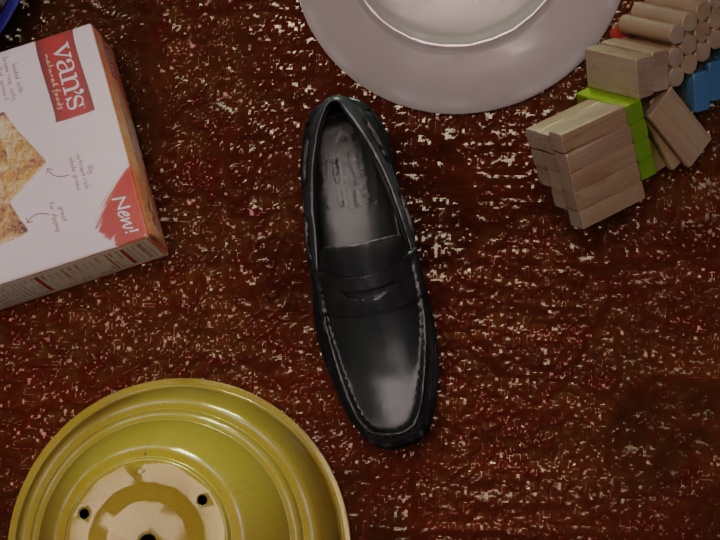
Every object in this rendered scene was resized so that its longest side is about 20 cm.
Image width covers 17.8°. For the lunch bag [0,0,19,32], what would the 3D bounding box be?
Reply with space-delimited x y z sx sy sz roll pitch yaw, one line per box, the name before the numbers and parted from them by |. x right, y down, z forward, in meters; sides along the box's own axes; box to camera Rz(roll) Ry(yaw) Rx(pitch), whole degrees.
lunch bag | -0.294 -0.172 1.315 0.170 0.124 0.200 11 45 23

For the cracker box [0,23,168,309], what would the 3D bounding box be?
cracker box | -0.225 -0.046 1.334 0.199 0.058 0.134 -18 77 4

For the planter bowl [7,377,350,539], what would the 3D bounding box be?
planter bowl | -0.109 0.153 1.265 0.200 0.083 0.201 -2 79 8

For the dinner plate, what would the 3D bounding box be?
dinner plate | 0.057 -0.191 1.342 0.199 0.024 0.201 -2 78 8

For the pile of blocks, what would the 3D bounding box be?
pile of blocks | 0.163 -0.111 1.300 0.200 0.082 0.062 -49 33 -13

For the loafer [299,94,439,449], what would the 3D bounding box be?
loafer | 0.000 0.000 1.286 0.068 0.070 0.201 -11 77 6
